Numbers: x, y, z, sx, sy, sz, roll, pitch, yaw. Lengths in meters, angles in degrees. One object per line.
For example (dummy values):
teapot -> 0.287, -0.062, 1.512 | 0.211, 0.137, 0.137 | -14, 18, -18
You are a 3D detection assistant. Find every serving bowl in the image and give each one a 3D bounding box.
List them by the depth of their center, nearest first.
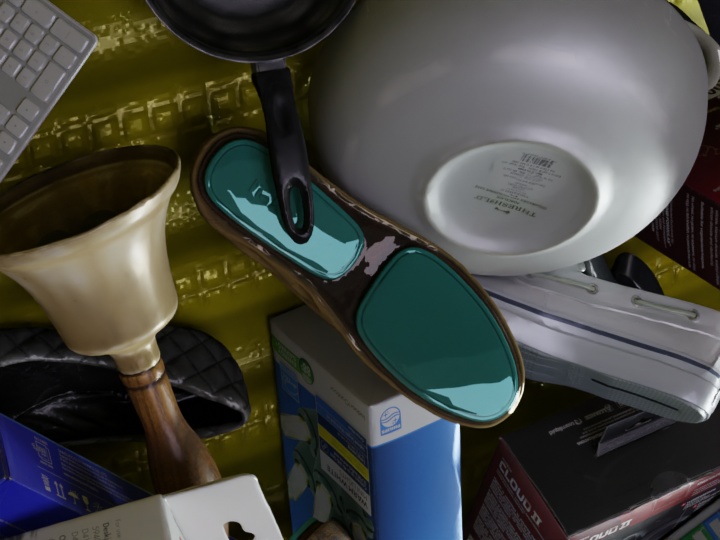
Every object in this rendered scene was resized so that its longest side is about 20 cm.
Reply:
serving bowl -> 0.072, -0.059, 0.736 | 0.200, 0.066, 0.200 | 1, 141, 1

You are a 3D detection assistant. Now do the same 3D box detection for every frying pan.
frying pan -> -0.032, -0.121, 0.692 | 0.115, 0.031, 0.190 | -34, 110, -10

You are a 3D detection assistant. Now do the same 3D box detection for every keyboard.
keyboard -> -0.191, -0.034, 0.655 | 0.200, 0.056, 0.011 | -54, 161, 4

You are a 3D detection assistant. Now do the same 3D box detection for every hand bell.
hand bell -> -0.099, 0.053, 0.703 | 0.104, 0.104, 0.200 | -28, 115, -18

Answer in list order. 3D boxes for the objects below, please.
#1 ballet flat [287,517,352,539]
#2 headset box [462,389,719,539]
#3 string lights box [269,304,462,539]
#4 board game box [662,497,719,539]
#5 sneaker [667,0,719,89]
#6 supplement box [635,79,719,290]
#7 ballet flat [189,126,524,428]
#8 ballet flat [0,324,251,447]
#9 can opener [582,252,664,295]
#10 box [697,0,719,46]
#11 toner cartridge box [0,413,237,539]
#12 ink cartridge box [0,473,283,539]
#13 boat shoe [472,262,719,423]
ballet flat -> -0.031, 0.213, 0.839 | 0.068, 0.067, 0.200 | -46, 165, -36
headset box -> 0.146, 0.145, 0.918 | 0.149, 0.077, 0.200 | -20, 148, -23
string lights box -> 0.007, 0.122, 0.840 | 0.059, 0.103, 0.200 | -21, 125, -26
board game box -> 0.226, 0.183, 0.939 | 0.200, 0.034, 0.134 | -40, 150, 13
sneaker -> 0.101, -0.109, 0.782 | 0.200, 0.090, 0.067 | -13, 122, -27
supplement box -> 0.228, -0.039, 0.834 | 0.109, 0.200, 0.061 | -24, 126, -21
ballet flat -> 0.000, 0.000, 0.744 | 0.200, 0.063, 0.069 | 43, 85, -8
ballet flat -> -0.147, 0.063, 0.734 | 0.200, 0.057, 0.067 | -8, 123, -30
can opener -> 0.128, 0.006, 0.896 | 0.063, 0.079, 0.200 | -20, 133, 26
box -> 0.234, -0.204, 0.779 | 0.200, 0.115, 0.132 | 58, 47, -41
toner cartridge box -> -0.148, 0.146, 0.758 | 0.095, 0.043, 0.200 | -34, 140, 12
ink cartridge box -> -0.128, 0.173, 0.699 | 0.200, 0.067, 0.116 | -16, 142, 0
boat shoe -> 0.106, 0.024, 0.839 | 0.200, 0.074, 0.067 | 20, 71, 0
